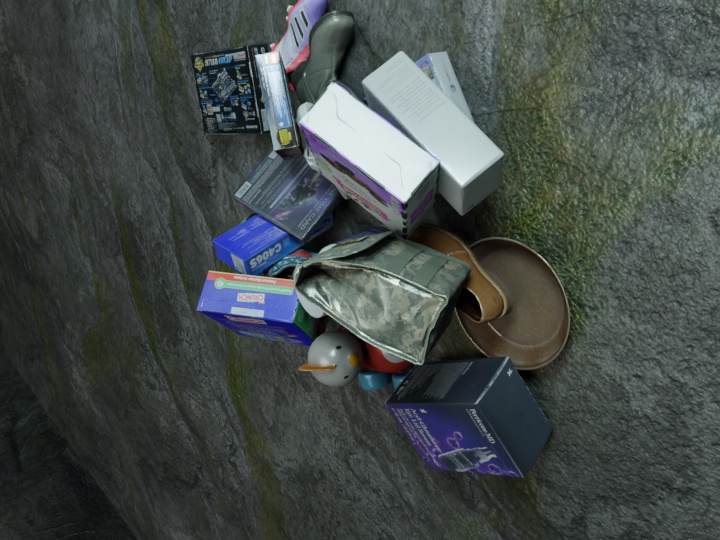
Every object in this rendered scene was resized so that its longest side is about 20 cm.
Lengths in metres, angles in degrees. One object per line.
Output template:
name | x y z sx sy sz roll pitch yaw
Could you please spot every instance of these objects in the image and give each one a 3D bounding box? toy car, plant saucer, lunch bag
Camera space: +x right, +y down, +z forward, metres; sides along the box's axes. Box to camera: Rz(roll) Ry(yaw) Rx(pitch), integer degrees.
toy car | -0.011 0.141 1.152 0.177 0.200 0.185 -4 105 48
plant saucer | 0.220 0.044 0.982 0.200 0.037 0.201 23 124 39
lunch bag | 0.027 0.016 0.892 0.200 0.164 0.118 23 109 14

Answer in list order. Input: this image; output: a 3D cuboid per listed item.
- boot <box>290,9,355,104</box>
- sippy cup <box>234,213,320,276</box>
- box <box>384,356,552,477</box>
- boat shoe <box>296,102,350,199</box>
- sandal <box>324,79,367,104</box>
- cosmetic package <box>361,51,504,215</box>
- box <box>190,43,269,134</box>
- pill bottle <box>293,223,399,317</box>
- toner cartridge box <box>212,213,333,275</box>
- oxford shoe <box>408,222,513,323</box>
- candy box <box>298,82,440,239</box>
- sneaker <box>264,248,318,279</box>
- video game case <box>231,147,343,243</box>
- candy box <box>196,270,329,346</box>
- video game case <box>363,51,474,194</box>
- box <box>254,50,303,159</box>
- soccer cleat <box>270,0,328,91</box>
boot | -0.045 -0.299 1.073 0.200 0.068 0.131 -46 57 56
sippy cup | -0.166 -0.019 1.303 0.178 0.130 0.140 31 129 34
box | 0.164 0.223 1.045 0.200 0.104 0.148 -15 114 51
boat shoe | -0.051 -0.181 1.072 0.068 0.200 0.072 -27 54 18
sandal | 0.020 -0.203 1.017 0.200 0.048 0.075 49 136 2
cosmetic package | 0.094 -0.178 0.889 0.200 0.071 0.101 51 177 17
box | -0.244 -0.344 1.304 0.200 0.046 0.159 11 115 45
pill bottle | 0.000 0.000 1.067 0.111 0.200 0.111 34 136 41
toner cartridge box | -0.152 -0.068 1.209 0.095 0.200 0.043 30 141 36
oxford shoe | 0.127 0.000 0.984 0.200 0.071 0.071 44 136 28
candy box | 0.017 -0.136 0.903 0.168 0.072 0.200 39 175 10
sneaker | -0.069 0.013 1.189 0.200 0.096 0.079 0 119 9
video game case | -0.121 -0.145 1.204 0.200 0.143 0.019 32 167 34
candy box | -0.160 0.070 1.173 0.169 0.200 0.077 7 75 13
video game case | 0.082 -0.197 1.016 0.200 0.045 0.181 -21 93 50
box | -0.122 -0.248 1.055 0.200 0.040 0.137 -112 12 -83
soccer cleat | -0.095 -0.378 1.117 0.077 0.067 0.200 54 141 2
